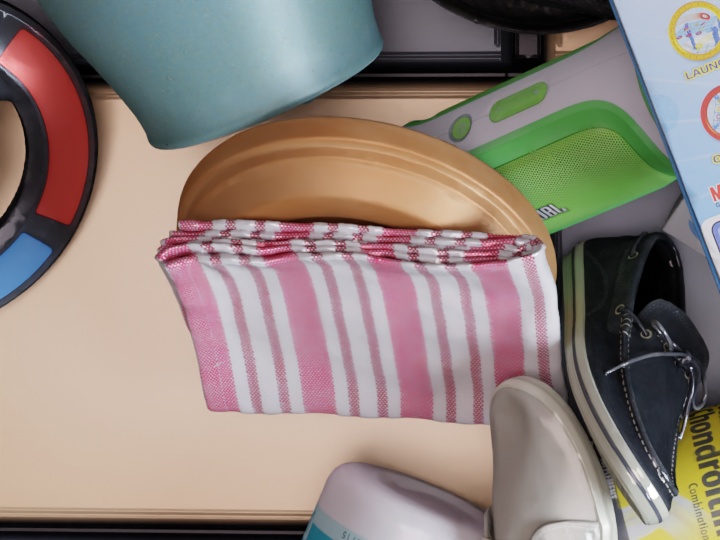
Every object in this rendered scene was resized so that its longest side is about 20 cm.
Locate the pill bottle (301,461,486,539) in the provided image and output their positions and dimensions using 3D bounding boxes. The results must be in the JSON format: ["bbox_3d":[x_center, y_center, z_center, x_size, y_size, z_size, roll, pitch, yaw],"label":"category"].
[{"bbox_3d":[0.000,0.211,1.468,0.110,0.111,0.201,23,95,4],"label":"pill bottle"}]

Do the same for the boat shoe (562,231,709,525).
[{"bbox_3d":[0.144,0.047,1.408,0.062,0.200,0.075,-22,124,16],"label":"boat shoe"}]

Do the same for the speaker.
[{"bbox_3d":[0.097,-0.063,1.416,0.200,0.088,0.089,-23,91,37],"label":"speaker"}]

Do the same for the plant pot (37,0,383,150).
[{"bbox_3d":[-0.082,-0.172,1.418,0.199,0.200,0.188,-23,103,6],"label":"plant pot"}]

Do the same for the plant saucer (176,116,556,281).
[{"bbox_3d":[0.000,0.000,1.424,0.199,0.200,0.038,9,52,5],"label":"plant saucer"}]

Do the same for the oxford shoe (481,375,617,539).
[{"bbox_3d":[0.090,0.154,1.396,0.058,0.075,0.201,-13,100,-35],"label":"oxford shoe"}]

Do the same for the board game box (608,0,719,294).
[{"bbox_3d":[0.230,-0.102,1.289,0.199,0.056,0.196,-21,85,7],"label":"board game box"}]

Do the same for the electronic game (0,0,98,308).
[{"bbox_3d":[-0.235,-0.056,1.465,0.199,0.042,0.201,-10,118,-19],"label":"electronic game"}]

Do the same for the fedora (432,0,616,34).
[{"bbox_3d":[0.095,-0.187,1.368,0.200,0.092,0.201,-5,123,-7],"label":"fedora"}]

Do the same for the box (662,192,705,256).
[{"bbox_3d":[0.275,-0.024,1.416,0.200,0.041,0.156,33,140,3],"label":"box"}]

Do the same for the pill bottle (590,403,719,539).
[{"bbox_3d":[0.219,0.118,1.436,0.199,0.112,0.112,-17,92,9],"label":"pill bottle"}]

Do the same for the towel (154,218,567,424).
[{"bbox_3d":[0.004,0.033,1.411,0.199,0.147,0.030,3,52,14],"label":"towel"}]
